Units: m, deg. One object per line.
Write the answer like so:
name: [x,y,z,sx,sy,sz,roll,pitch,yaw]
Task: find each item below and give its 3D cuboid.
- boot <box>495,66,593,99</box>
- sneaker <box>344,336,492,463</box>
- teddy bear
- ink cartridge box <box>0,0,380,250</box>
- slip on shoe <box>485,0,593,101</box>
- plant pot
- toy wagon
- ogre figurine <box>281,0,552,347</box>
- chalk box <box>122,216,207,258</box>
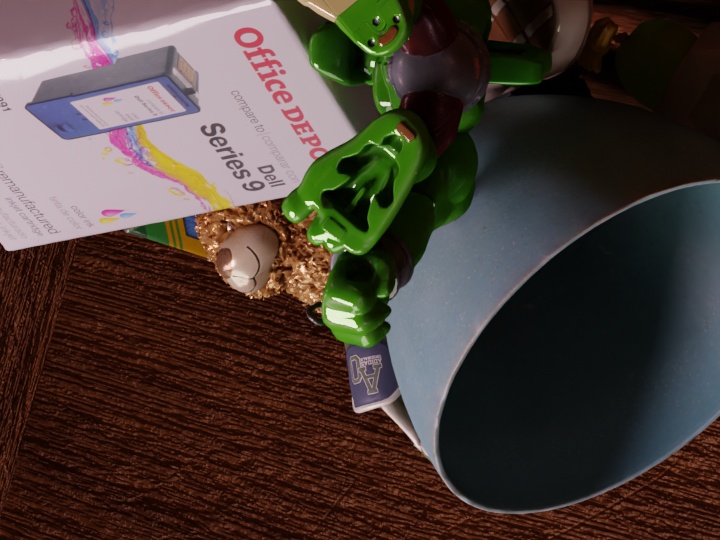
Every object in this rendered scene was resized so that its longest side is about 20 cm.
boot: [0.036,-0.079,1.193,0.168,0.077,0.200,-14,158,25]
sneaker: [0.060,0.071,1.084,0.067,0.090,0.200,-20,141,37]
teddy bear: [0.000,0.000,1.128,0.200,0.067,0.145,25,156,-5]
ink cartridge box: [-0.103,-0.094,0.945,0.200,0.088,0.145,-11,148,15]
slip on shoe: [0.077,-0.120,0.957,0.061,0.076,0.200,-24,176,-12]
plant pot: [0.089,-0.004,0.976,0.200,0.200,0.135,18,-152,-46]
toy wagon: [0.193,-0.062,0.976,0.200,0.040,0.155,38,151,10]
ogre figurine: [0.020,-0.079,0.835,0.098,0.200,0.120,-12,-175,23]
chalk box: [-0.092,-0.091,1.324,0.125,0.124,0.200,51,-168,20]
